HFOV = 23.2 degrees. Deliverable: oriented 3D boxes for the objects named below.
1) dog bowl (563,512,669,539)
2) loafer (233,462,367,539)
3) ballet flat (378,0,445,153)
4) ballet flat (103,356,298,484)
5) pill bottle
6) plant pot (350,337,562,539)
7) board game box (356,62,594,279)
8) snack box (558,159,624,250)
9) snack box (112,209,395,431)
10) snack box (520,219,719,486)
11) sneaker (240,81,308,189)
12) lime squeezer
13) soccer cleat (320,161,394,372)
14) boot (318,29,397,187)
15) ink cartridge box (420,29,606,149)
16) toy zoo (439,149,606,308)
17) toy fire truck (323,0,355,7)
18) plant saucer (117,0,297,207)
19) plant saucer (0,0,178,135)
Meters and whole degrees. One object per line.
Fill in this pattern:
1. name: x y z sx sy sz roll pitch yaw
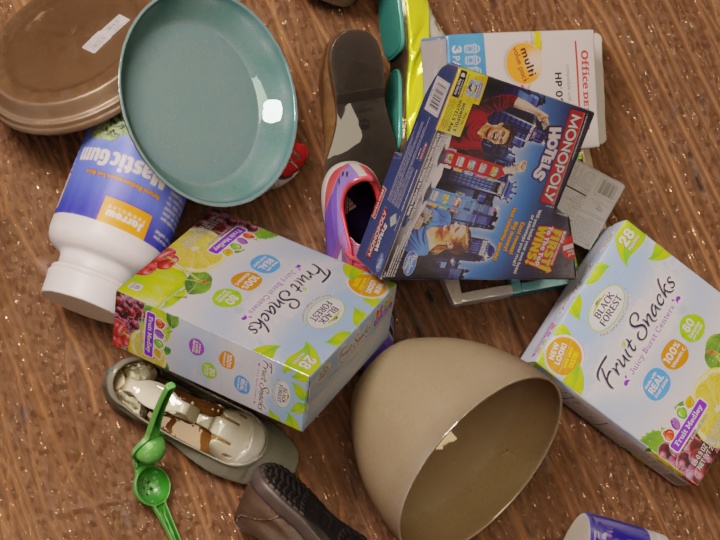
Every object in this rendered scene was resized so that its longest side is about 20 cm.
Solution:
1. dog bowl: 0.208 0.321 1.555 0.078 0.200 0.202 17 76 -1
2. loafer: -0.038 0.266 1.611 0.200 0.073 0.071 46 111 2
3. ballet flat: 0.055 -0.203 1.719 0.066 0.067 0.203 0 84 -20
4. ballet flat: -0.148 0.141 1.616 0.198 0.064 0.068 27 76 -2
5. pill bottle: -0.222 -0.058 1.624 0.111 0.112 0.202 19 76 -3
6. plant pot: 0.068 0.138 1.597 0.200 0.201 0.134 -40 57 -13
7. board game box: 0.124 -0.071 1.594 0.198 0.062 0.202 15 104 -28
8. snack box: 0.156 -0.090 1.649 0.199 0.024 0.072 25 100 -28
9. snack box: -0.093 0.039 1.568 0.198 0.068 0.169 23 37 17
10. snack box: 0.276 0.080 1.673 0.199 0.068 0.170 36 76 -6
11. sneaker: -0.120 -0.173 1.688 0.085 0.077 0.201 -33 94 -18
12. lime squeezer: -0.185 0.182 1.588 0.037 0.071 0.202 -12 116 -22
13. soccer cleat: 0.000 0.000 1.641 0.067 0.073 0.203 -7 98 -12
14. boot: -0.009 -0.130 1.696 0.073 0.075 0.203 -3 97 -18
15. ink cartridge box: 0.163 -0.172 1.689 0.198 0.068 0.117 -6 95 -21
16. toy zoo: 0.142 -0.040 1.714 0.197 0.020 0.133 -9 80 -10
17. toy fire truck: -0.071 -0.365 1.716 0.198 0.129 0.178 16 76 -14
18. plant saucer: -0.145 -0.155 1.594 0.198 0.036 0.203 9 76 -40
19. plant saucer: -0.264 -0.208 1.636 0.198 0.030 0.202 -10 48 11
